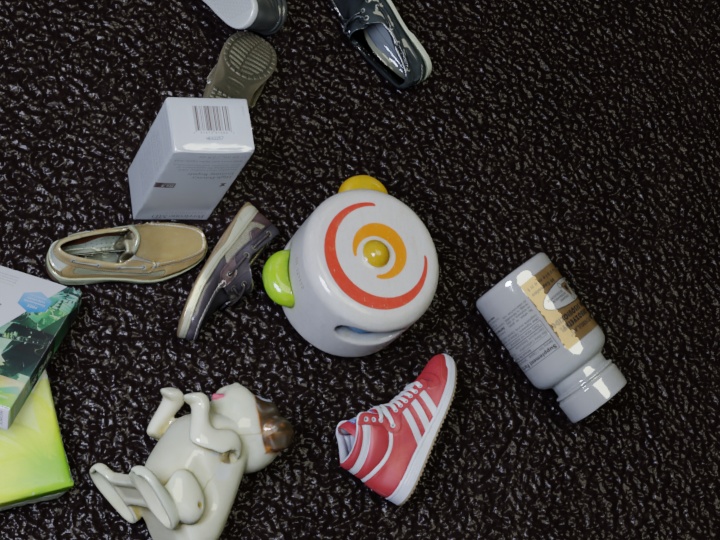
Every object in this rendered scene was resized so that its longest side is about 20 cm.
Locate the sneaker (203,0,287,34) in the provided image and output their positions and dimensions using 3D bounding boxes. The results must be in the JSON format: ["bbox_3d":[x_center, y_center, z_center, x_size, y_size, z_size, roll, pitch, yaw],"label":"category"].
[{"bbox_3d":[-0.172,-0.378,1.826,0.099,0.071,0.201,10,35,-55],"label":"sneaker"}]

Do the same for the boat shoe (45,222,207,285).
[{"bbox_3d":[-0.268,-0.024,1.622,0.197,0.076,0.073,-12,73,-27],"label":"boat shoe"}]

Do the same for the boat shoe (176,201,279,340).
[{"bbox_3d":[-0.157,0.006,1.660,0.064,0.072,0.201,28,54,-2],"label":"boat shoe"}]

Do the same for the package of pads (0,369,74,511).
[{"bbox_3d":[-0.421,0.184,1.474,0.197,0.068,0.157,-9,74,-27],"label":"package of pads"}]

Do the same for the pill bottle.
[{"bbox_3d":[0.249,0.089,1.774,0.114,0.114,0.201,-33,84,-30],"label":"pill bottle"}]

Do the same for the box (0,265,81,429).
[{"bbox_3d":[-0.403,0.073,1.485,0.142,0.037,0.201,16,41,3],"label":"box"}]

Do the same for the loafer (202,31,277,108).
[{"bbox_3d":[-0.166,-0.233,1.763,0.076,0.067,0.201,34,44,-10],"label":"loafer"}]

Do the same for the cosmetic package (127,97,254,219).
[{"bbox_3d":[-0.203,-0.128,1.621,0.100,0.200,0.075,-2,68,-23],"label":"cosmetic package"}]

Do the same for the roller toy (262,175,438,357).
[{"bbox_3d":[0.000,0.000,1.689,0.182,0.140,0.200,45,58,0],"label":"roller toy"}]

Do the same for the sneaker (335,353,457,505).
[{"bbox_3d":[0.041,0.171,1.675,0.112,0.071,0.202,30,62,-13],"label":"sneaker"}]

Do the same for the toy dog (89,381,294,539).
[{"bbox_3d":[-0.164,0.214,1.534,0.200,0.139,0.195,-44,103,-31],"label":"toy dog"}]

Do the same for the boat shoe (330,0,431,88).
[{"bbox_3d":[0.012,-0.327,1.872,0.200,0.074,0.066,53,47,-6],"label":"boat shoe"}]
